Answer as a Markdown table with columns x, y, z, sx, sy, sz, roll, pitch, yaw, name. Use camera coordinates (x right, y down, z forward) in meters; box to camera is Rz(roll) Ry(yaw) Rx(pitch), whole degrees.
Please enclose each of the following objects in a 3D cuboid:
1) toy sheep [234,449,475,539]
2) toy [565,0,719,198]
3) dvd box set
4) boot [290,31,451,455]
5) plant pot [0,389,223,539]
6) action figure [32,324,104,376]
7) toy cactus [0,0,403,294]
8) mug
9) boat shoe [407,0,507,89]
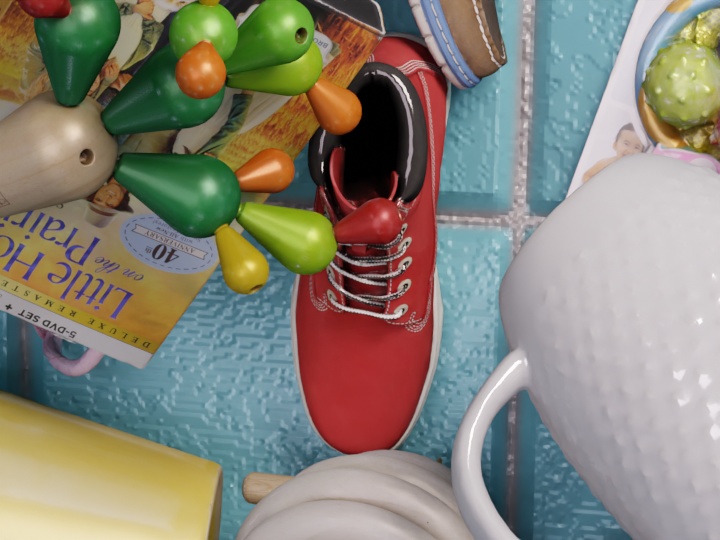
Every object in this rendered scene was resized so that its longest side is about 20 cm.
| x | y | z | sx | sy | sz | roll | pitch | yaw | name |
| --- | --- | --- | --- | --- | --- | --- | --- | --- | --- |
| -0.003 | 0.147 | 1.207 | 0.137 | 0.200 | 0.138 | 8 | 121 | 13 | toy sheep |
| 0.161 | -0.066 | 1.203 | 0.115 | 0.047 | 0.200 | 21 | 104 | 11 | toy |
| -0.104 | -0.061 | 1.139 | 0.146 | 0.029 | 0.200 | 26 | 118 | -24 | dvd box set |
| 0.000 | 0.000 | 1.207 | 0.072 | 0.144 | 0.201 | 6 | 103 | 5 | boot |
| -0.165 | 0.143 | 1.268 | 0.188 | 0.201 | 0.201 | 7 | 100 | 0 | plant pot |
| -0.094 | -0.051 | 1.255 | 0.200 | 0.134 | 0.149 | -37 | 121 | -6 | action figure |
| -0.087 | -0.056 | 1.080 | 0.165 | 0.102 | 0.200 | -23 | 133 | 20 | toy cactus |
| 0.129 | 0.057 | 1.122 | 0.200 | 0.148 | 0.175 | -39 | 73 | -17 | mug |
| 0.046 | -0.183 | 1.210 | 0.072 | 0.072 | 0.201 | -11 | 98 | 10 | boat shoe |
